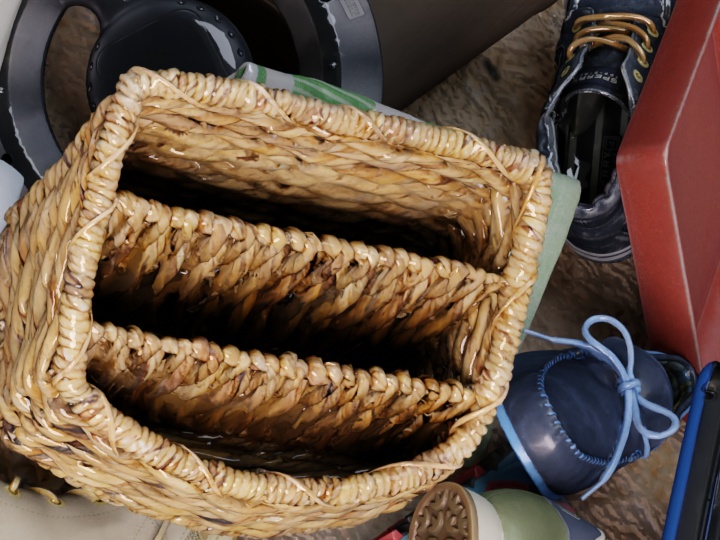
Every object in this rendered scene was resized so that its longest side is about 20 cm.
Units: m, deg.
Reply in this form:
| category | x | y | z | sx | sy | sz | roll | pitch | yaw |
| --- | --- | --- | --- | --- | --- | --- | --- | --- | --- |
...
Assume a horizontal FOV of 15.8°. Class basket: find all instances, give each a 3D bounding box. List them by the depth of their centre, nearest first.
| category | x | y | z | sx | sy | sz | roll | pitch | yaw |
| --- | --- | --- | --- | --- | --- | --- | --- | --- | --- |
| basket | -0.036 | 0.022 | 1.052 | 0.200 | 0.149 | 0.143 | 13 | 62 | -25 |
| basket | 0.007 | -0.149 | 1.320 | 0.136 | 0.180 | 0.200 | 39 | 54 | 12 |

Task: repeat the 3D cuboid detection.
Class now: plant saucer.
| category | x | y | z | sx | sy | sz | roll | pitch | yaw |
| --- | --- | --- | --- | --- | --- | --- | --- | --- | --- |
| plant saucer | 0.179 | -0.045 | 1.353 | 0.037 | 0.200 | 0.200 | 4 | 42 | 21 |

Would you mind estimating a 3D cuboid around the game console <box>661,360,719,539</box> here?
| category | x | y | z | sx | sy | sz | roll | pitch | yaw |
| --- | --- | --- | --- | --- | --- | --- | --- | --- | --- |
| game console | 0.193 | 0.173 | 1.212 | 0.118 | 0.171 | 0.200 | 11 | 52 | 9 |

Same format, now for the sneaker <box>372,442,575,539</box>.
| category | x | y | z | sx | sy | sz | roll | pitch | yaw |
| --- | --- | --- | --- | --- | --- | --- | --- | --- | --- |
| sneaker | 0.044 | 0.152 | 1.165 | 0.096 | 0.079 | 0.200 | 50 | 47 | 7 |

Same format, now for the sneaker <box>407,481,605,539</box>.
| category | x | y | z | sx | sy | sz | roll | pitch | yaw |
| --- | --- | --- | --- | --- | --- | --- | --- | --- | --- |
| sneaker | 0.066 | 0.193 | 1.109 | 0.090 | 0.067 | 0.200 | 6 | 86 | -33 |

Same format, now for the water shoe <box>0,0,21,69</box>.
| category | x | y | z | sx | sy | sz | roll | pitch | yaw |
| --- | --- | --- | --- | --- | --- | --- | --- | --- | --- |
| water shoe | -0.194 | -0.146 | 1.176 | 0.079 | 0.071 | 0.200 | 18 | 81 | -47 |

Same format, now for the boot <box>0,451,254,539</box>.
| category | x | y | z | sx | sy | sz | roll | pitch | yaw |
| --- | --- | --- | --- | --- | --- | --- | --- | --- | --- |
| boot | -0.135 | 0.102 | 1.091 | 0.155 | 0.072 | 0.200 | 31 | 50 | -15 |

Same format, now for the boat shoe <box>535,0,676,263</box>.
| category | x | y | z | sx | sy | sz | roll | pitch | yaw |
| --- | --- | --- | --- | --- | --- | --- | --- | --- | --- |
| boat shoe | 0.134 | -0.110 | 1.361 | 0.071 | 0.091 | 0.200 | 2 | 75 | 13 |

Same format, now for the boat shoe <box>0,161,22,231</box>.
| category | x | y | z | sx | sy | sz | roll | pitch | yaw |
| --- | --- | --- | --- | --- | --- | --- | --- | --- | --- |
| boat shoe | -0.224 | 0.001 | 1.102 | 0.091 | 0.071 | 0.200 | 38 | 47 | -7 |

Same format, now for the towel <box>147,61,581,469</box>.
| category | x | y | z | sx | sy | sz | roll | pitch | yaw |
| --- | --- | --- | --- | --- | --- | --- | --- | --- | --- |
| towel | 0.000 | 0.000 | 1.194 | 0.200 | 0.023 | 0.153 | 20 | 92 | -32 |

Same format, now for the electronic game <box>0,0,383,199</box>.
| category | x | y | z | sx | sy | sz | roll | pitch | yaw |
| --- | --- | --- | --- | --- | --- | --- | --- | --- | --- |
| electronic game | -0.088 | -0.088 | 1.210 | 0.200 | 0.200 | 0.042 | 44 | 3 | 4 |

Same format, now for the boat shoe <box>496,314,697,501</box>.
| category | x | y | z | sx | sy | sz | roll | pitch | yaw |
| --- | --- | --- | --- | --- | --- | --- | --- | --- | --- |
| boat shoe | 0.113 | 0.055 | 1.226 | 0.084 | 0.069 | 0.200 | 64 | 17 | 0 |
